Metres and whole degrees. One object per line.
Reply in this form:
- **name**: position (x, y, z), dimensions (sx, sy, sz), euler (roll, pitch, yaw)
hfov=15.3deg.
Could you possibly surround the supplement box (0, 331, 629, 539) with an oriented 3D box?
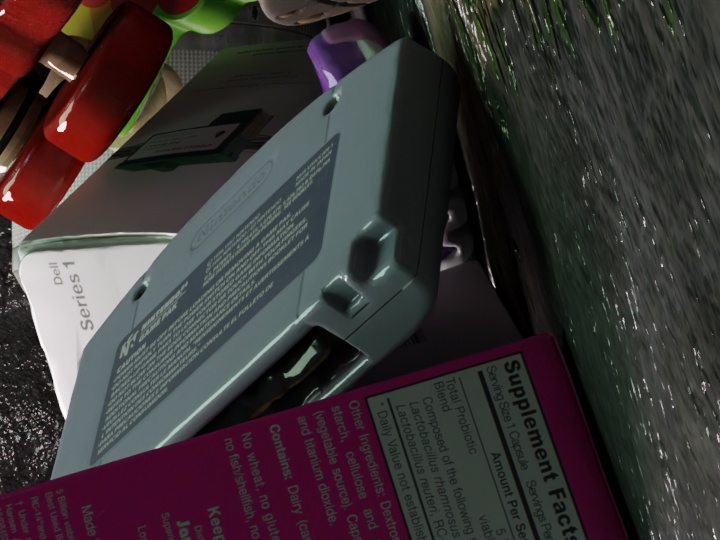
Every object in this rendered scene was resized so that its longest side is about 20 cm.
- **supplement box**: position (-0.015, 0.109, 0.864), dimensions (0.101, 0.200, 0.104), euler (81, 173, -63)

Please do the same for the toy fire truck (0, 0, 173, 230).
- **toy fire truck**: position (-0.135, -0.125, 1.135), dimensions (0.200, 0.112, 0.168), euler (-38, 23, 60)

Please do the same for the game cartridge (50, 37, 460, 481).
- **game cartridge**: position (-0.037, 0.013, 0.931), dimensions (0.042, 0.200, 0.133), euler (35, -143, -17)

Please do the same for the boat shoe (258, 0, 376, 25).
- **boat shoe**: position (-0.021, -0.141, 0.839), dimensions (0.200, 0.074, 0.073), euler (91, 162, -75)

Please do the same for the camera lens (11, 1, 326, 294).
- **camera lens**: position (-0.096, -0.074, 1.358), dimensions (0.160, 0.160, 0.200), euler (109, 160, -84)

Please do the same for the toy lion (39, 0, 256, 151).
- **toy lion**: position (-0.118, -0.166, 1.248), dimensions (0.200, 0.192, 0.069), euler (32, -171, 33)

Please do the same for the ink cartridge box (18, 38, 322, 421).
- **ink cartridge box**: position (-0.049, 0.007, 1.142), dimensions (0.200, 0.084, 0.146), euler (-53, -47, -54)

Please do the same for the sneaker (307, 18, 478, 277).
- **sneaker**: position (0.000, 0.000, 1.045), dimensions (0.081, 0.088, 0.200), euler (-110, 6, -59)

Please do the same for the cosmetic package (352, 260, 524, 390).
- **cosmetic package**: position (0.026, 0.113, 1.003), dimensions (0.085, 0.107, 0.200), euler (-115, 11, -66)
